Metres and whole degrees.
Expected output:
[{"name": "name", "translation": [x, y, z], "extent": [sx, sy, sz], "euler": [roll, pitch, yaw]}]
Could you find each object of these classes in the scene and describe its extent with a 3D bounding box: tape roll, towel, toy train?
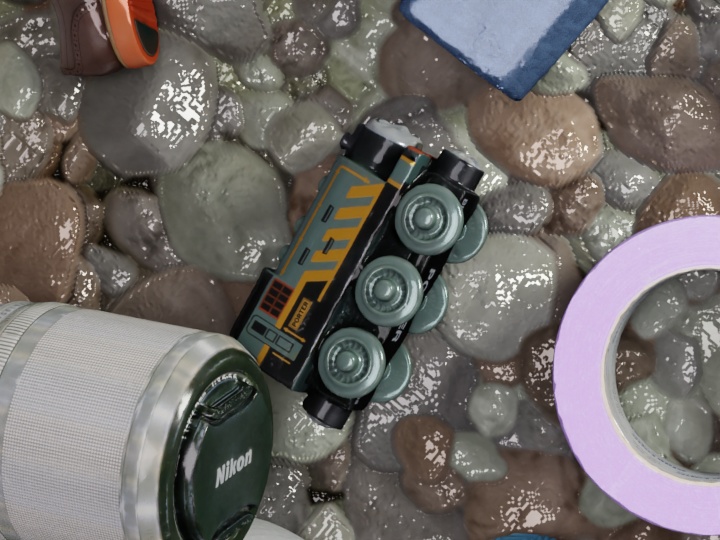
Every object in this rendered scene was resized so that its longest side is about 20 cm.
[{"name": "tape roll", "translation": [0.224, 0.065, 1.733], "extent": [0.198, 0.066, 0.202], "euler": [0, 90, 12]}, {"name": "towel", "translation": [0.123, -0.215, 1.757], "extent": [0.112, 0.049, 0.200], "euler": [40, 97, 8]}, {"name": "toy train", "translation": [0.000, 0.000, 1.770], "extent": [0.114, 0.085, 0.201], "euler": [30, 96, 19]}]

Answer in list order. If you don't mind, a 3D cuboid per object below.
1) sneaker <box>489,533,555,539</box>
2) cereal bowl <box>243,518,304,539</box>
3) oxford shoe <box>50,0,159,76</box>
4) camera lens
[{"name": "sneaker", "translation": [0.066, 0.253, 1.765], "extent": [0.200, 0.076, 0.081], "euler": [-43, 124, -5]}, {"name": "cereal bowl", "translation": [-0.096, 0.263, 1.789], "extent": [0.198, 0.083, 0.202], "euler": [0, 91, 12]}, {"name": "oxford shoe", "translation": [-0.193, -0.228, 1.808], "extent": [0.072, 0.071, 0.202], "euler": [-13, 89, 16]}, {"name": "camera lens", "translation": [-0.167, 0.107, 1.746], "extent": [0.199, 0.160, 0.161], "euler": [10, 93, 25]}]
